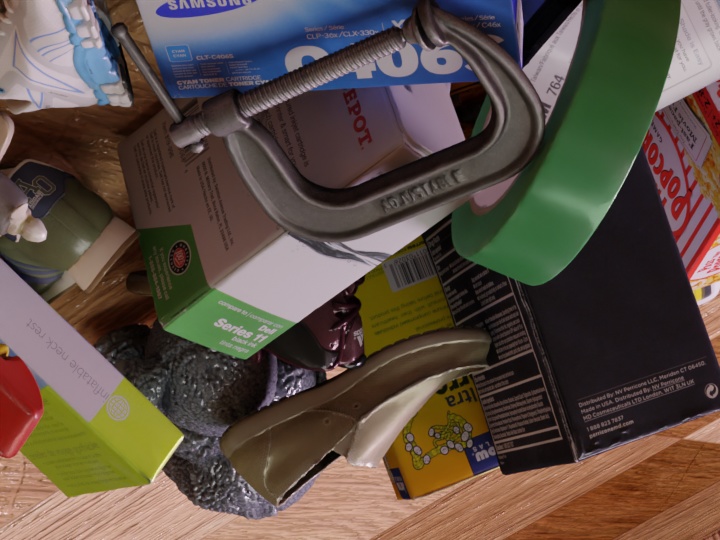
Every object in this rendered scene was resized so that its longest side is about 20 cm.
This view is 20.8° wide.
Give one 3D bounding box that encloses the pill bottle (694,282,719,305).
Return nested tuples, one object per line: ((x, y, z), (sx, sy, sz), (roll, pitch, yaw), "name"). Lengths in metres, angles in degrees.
((0.194, 0.007, 1.654), (0.200, 0.112, 0.112), (-22, 159, -4), "pill bottle")

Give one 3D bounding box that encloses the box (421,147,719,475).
((0.142, 0.025, 1.346), (0.123, 0.199, 0.200), (-18, 176, -12), "box")

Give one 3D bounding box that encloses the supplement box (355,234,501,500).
((0.047, 0.063, 1.486), (0.109, 0.200, 0.109), (-21, 175, -7), "supplement box")

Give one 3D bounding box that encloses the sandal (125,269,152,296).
((-0.084, -0.024, 1.373), (0.200, 0.054, 0.080), (-22, -166, -36), "sandal")

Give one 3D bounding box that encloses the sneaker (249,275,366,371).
((0.000, 0.000, 1.287), (0.200, 0.116, 0.076), (-25, -178, 10), "sneaker")

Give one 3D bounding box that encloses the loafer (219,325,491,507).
((0.004, 0.099, 1.330), (0.200, 0.068, 0.076), (-26, 171, 6), "loafer")

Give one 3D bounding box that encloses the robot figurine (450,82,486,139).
((0.103, -0.110, 1.360), (0.199, 0.058, 0.145), (-19, 159, -9), "robot figurine")

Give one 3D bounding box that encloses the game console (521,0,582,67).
((0.039, -0.188, 1.038), (0.116, 0.176, 0.200), (-47, 179, -42), "game console")

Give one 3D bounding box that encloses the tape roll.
((0.116, -0.092, 1.135), (0.048, 0.201, 0.200), (21, 144, -11), "tape roll")

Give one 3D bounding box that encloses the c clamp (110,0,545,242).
((-0.009, -0.087, 1.045), (0.199, 0.027, 0.171), (-16, 123, 19), "c clamp")

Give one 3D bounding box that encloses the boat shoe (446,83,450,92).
((-0.025, -0.091, 1.284), (0.200, 0.072, 0.062), (-27, 180, 24), "boat shoe")

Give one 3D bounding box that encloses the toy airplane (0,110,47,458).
((-0.269, 0.021, 1.125), (0.199, 0.200, 0.141), (-13, 171, 25), "toy airplane")

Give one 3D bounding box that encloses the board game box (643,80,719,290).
((0.239, -0.092, 1.412), (0.046, 0.152, 0.200), (-18, 158, -14), "board game box")

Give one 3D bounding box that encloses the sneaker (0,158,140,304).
((-0.202, -0.032, 1.232), (0.067, 0.090, 0.200), (-52, -167, -14), "sneaker")

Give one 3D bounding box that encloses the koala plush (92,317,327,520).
((-0.099, 0.077, 1.411), (0.177, 0.184, 0.200), (-22, 162, -4), "koala plush")

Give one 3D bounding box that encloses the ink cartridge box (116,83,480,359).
((-0.040, -0.063, 1.182), (0.200, 0.147, 0.083), (-35, 142, 26), "ink cartridge box")

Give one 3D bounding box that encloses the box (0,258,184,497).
((-0.222, 0.065, 1.279), (0.122, 0.200, 0.048), (-17, -148, 54), "box")

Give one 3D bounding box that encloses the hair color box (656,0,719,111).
((0.211, -0.176, 1.243), (0.200, 0.061, 0.099), (-27, 115, 10), "hair color box")

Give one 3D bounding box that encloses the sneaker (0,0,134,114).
((-0.177, -0.128, 1.020), (0.086, 0.075, 0.200), (-16, 158, -2), "sneaker")

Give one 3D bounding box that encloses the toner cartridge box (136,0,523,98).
((-0.015, -0.143, 1.053), (0.199, 0.043, 0.095), (-3, 142, 9), "toner cartridge box")
